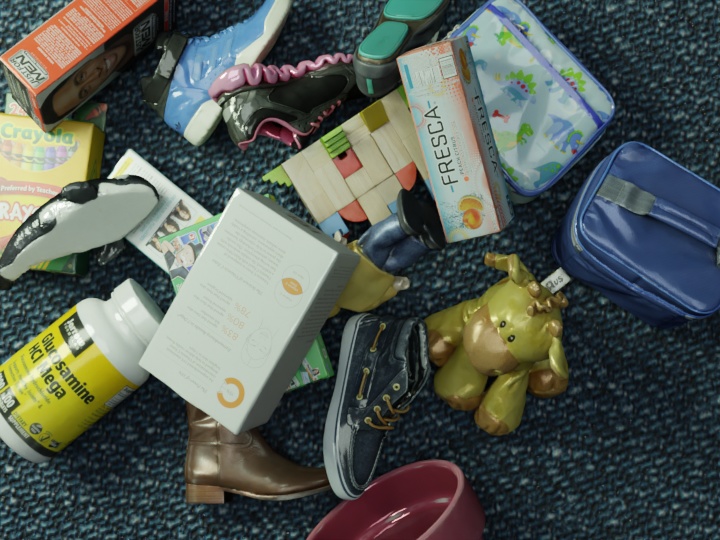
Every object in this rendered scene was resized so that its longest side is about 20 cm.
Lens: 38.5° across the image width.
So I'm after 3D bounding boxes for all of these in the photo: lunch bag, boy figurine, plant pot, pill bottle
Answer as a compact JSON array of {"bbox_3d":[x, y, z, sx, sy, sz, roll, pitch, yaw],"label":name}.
[{"bbox_3d":[0.171,-0.192,1.143,0.160,0.082,0.200,-41,87,-5],"label":"lunch bag"},{"bbox_3d":[0.317,-0.031,1.092,0.198,0.132,0.137,30,79,3],"label":"lunch bag"},{"bbox_3d":[0.000,0.000,1.108,0.199,0.124,0.065,-36,47,31],"label":"boy figurine"},{"bbox_3d":[0.061,0.325,1.060,0.198,0.200,0.181,-31,101,-1],"label":"plant pot"},{"bbox_3d":[-0.301,0.104,1.114,0.199,0.112,0.113,-39,86,-2],"label":"pill bottle"}]

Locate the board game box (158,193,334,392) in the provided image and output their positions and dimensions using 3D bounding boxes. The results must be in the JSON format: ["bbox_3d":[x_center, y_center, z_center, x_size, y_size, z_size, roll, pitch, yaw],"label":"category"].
[{"bbox_3d":[-0.122,0.038,1.094,0.133,0.029,0.203,-20,85,10],"label":"board game box"}]

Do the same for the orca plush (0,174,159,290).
[{"bbox_3d":[-0.314,-0.051,1.115,0.199,0.105,0.071,-40,43,6],"label":"orca plush"}]

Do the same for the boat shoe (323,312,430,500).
[{"bbox_3d":[0.019,0.145,1.101,0.090,0.070,0.204,-2,77,37],"label":"boat shoe"}]

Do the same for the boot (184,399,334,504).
[{"bbox_3d":[-0.112,0.150,1.136,0.183,0.064,0.204,-3,81,-1],"label":"boot"}]

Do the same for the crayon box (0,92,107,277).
[{"bbox_3d":[-0.363,-0.101,1.162,0.125,0.051,0.204,5,85,2],"label":"crayon box"}]

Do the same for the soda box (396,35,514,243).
[{"bbox_3d":[0.101,-0.137,1.074,0.063,0.068,0.203,-11,102,25],"label":"soda box"}]

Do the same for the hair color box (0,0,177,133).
[{"bbox_3d":[-0.290,-0.249,1.122,0.061,0.102,0.200,45,72,4],"label":"hair color box"}]

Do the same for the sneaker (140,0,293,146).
[{"bbox_3d":[-0.168,-0.252,1.155,0.111,0.077,0.201,36,94,-6],"label":"sneaker"}]

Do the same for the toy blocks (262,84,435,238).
[{"bbox_3d":[0.010,-0.099,1.140,0.199,0.100,0.138,-33,97,-3],"label":"toy blocks"}]

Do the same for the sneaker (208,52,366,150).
[{"bbox_3d":[-0.064,-0.177,1.122,0.197,0.079,0.097,-14,77,-27],"label":"sneaker"}]

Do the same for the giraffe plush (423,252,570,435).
[{"bbox_3d":[0.161,0.068,1.080,0.172,0.162,0.201,36,88,4],"label":"giraffe plush"}]

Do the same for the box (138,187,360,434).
[{"bbox_3d":[-0.107,0.039,1.024,0.123,0.097,0.202,32,96,12],"label":"box"}]

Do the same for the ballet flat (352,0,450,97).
[{"bbox_3d":[0.046,-0.256,1.142,0.072,0.073,0.201,30,49,3],"label":"ballet flat"}]

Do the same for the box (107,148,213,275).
[{"bbox_3d":[-0.202,-0.040,1.154,0.199,0.049,0.083,39,88,4],"label":"box"}]
